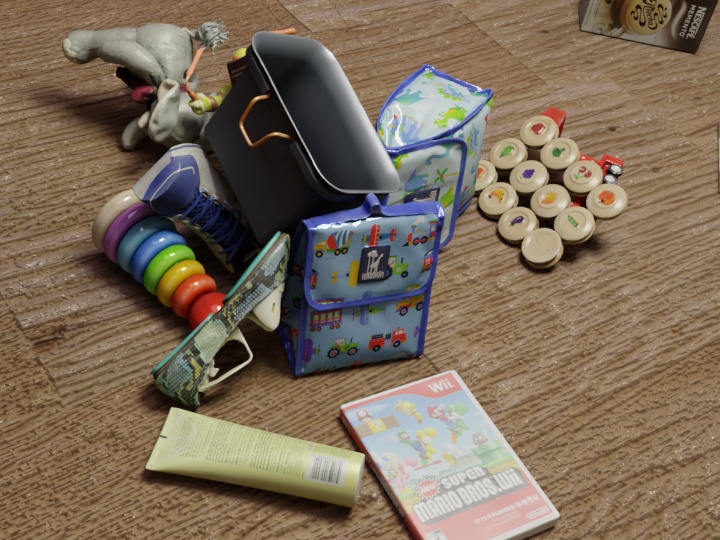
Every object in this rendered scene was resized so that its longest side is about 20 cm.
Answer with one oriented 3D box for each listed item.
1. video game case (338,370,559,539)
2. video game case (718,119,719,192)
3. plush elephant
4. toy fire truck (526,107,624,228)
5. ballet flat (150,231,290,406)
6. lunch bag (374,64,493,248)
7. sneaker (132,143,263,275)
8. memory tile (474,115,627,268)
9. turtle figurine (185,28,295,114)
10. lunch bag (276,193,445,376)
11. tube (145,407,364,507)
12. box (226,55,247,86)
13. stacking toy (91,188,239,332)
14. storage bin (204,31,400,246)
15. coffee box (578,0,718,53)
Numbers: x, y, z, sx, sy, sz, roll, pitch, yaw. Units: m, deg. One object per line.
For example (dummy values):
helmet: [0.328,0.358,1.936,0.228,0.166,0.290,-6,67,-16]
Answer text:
video game case: [0.085,0.192,1.079,0.142,0.018,0.200,-14,48,-26]
video game case: [0.614,-0.143,1.569,0.198,0.023,0.183,16,42,5]
plush elephant: [-0.249,-0.216,1.358,0.198,0.164,0.156,-7,76,25]
toy fire truck: [0.271,-0.130,1.449,0.140,0.049,0.200,24,45,15]
ballet flat: [-0.122,0.054,1.090,0.200,0.074,0.074,-48,61,-1]
lunch bag: [0.067,-0.120,1.297,0.127,0.171,0.200,25,43,21]
sneaker: [-0.155,-0.062,1.199,0.081,0.199,0.115,-45,71,5]
memory tile: [0.227,-0.104,1.379,0.153,0.017,0.200,-35,53,-2]
turtle figurine: [-0.130,-0.211,1.350,0.064,0.162,0.200,16,37,31]
lunch bag: [0.000,0.000,1.128,0.149,0.201,0.094,-7,45,-20]
tube: [-0.096,0.178,1.032,0.198,0.052,0.058,11,0,4]
box: [-0.083,-0.159,1.273,0.074,0.202,0.100,-16,8,-30]
stacking toy: [-0.201,0.003,1.177,0.085,0.086,0.200,-30,63,-37]
storage bin: [-0.078,-0.124,1.131,0.145,0.134,0.201,-5,60,-49]
coffee box: [0.471,-0.441,1.788,0.198,0.114,0.080,11,42,-1]
